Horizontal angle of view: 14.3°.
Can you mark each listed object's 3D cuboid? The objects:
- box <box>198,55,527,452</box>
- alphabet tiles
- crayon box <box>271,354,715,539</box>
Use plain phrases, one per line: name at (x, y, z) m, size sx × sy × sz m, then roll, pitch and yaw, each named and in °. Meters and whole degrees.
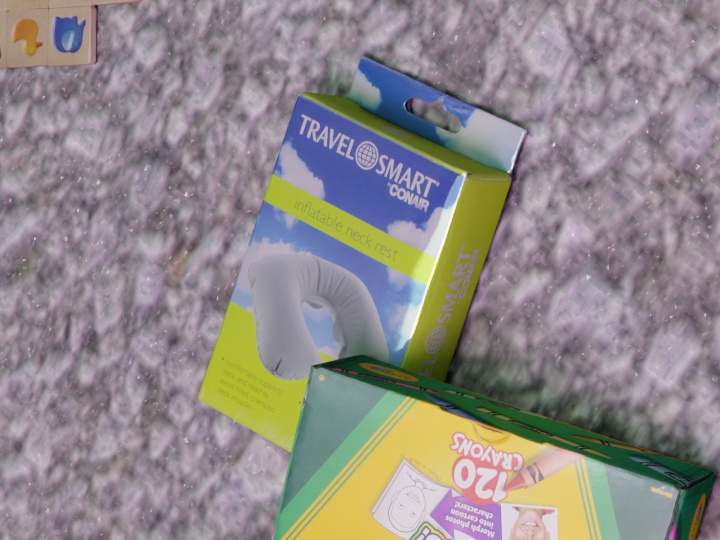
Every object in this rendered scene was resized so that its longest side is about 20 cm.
box at (0.000, 0.000, 1.483) m, size 0.122 × 0.048 × 0.200 m, roll 27°, pitch 106°, yaw 34°
alphabet tiles at (-0.203, -0.201, 1.667) m, size 0.200 × 0.008 × 0.167 m, roll 0°, pitch 88°, yaw 37°
crayon box at (0.061, 0.127, 1.398) m, size 0.200 × 0.058 × 0.119 m, roll 17°, pitch 101°, yaw 22°
